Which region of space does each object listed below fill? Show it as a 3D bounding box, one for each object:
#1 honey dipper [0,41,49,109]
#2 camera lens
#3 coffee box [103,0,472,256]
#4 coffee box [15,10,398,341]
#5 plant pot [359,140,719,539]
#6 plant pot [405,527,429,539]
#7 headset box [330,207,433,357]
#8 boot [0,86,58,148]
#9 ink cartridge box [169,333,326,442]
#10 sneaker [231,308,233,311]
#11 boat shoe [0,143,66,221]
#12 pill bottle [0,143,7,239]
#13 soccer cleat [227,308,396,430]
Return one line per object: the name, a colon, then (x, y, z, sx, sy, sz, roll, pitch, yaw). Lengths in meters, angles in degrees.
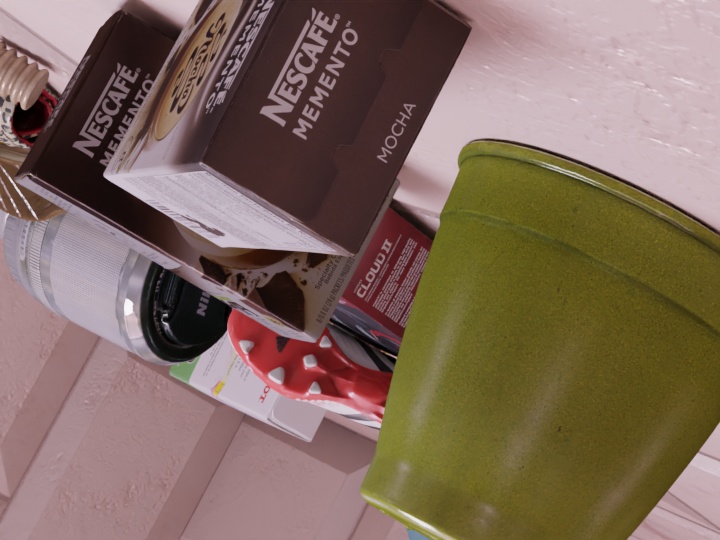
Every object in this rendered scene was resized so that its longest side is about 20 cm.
honey dipper: (-0.338, -0.196, 1.331, 0.199, 0.038, 0.038, 33, 172, -1)
camera lens: (-0.213, -0.014, 1.569, 0.199, 0.161, 0.160, 23, 171, 33)
coffee box: (-0.041, -0.075, 0.776, 0.080, 0.114, 0.200, 30, 171, -18)
coffee box: (-0.094, -0.055, 1.027, 0.199, 0.114, 0.080, 30, 172, -16)
plant pot: (0.098, 0.066, 0.895, 0.200, 0.194, 0.200, 27, 172, 4)
plant pot: (0.111, 0.156, 1.547, 0.135, 0.199, 0.200, 64, 178, 11)
headset box: (0.000, 0.000, 1.236, 0.148, 0.075, 0.200, 22, 170, 45)
boot: (-0.334, -0.145, 1.487, 0.153, 0.074, 0.204, 23, 173, 13)
ink cartridge box: (-0.111, 0.097, 1.971, 0.199, 0.145, 0.084, 19, 169, 47)
sneaker: (-0.090, -0.015, 1.425, 0.079, 0.096, 0.200, -8, 148, -7)
boat shoe: (-0.269, -0.091, 1.502, 0.199, 0.065, 0.072, 2, 129, 38)
pill bottle: (-0.421, -0.106, 1.873, 0.199, 0.115, 0.114, 27, 172, 7)
soccer cleat: (-0.011, 0.082, 1.294, 0.199, 0.069, 0.085, 23, 169, 8)
